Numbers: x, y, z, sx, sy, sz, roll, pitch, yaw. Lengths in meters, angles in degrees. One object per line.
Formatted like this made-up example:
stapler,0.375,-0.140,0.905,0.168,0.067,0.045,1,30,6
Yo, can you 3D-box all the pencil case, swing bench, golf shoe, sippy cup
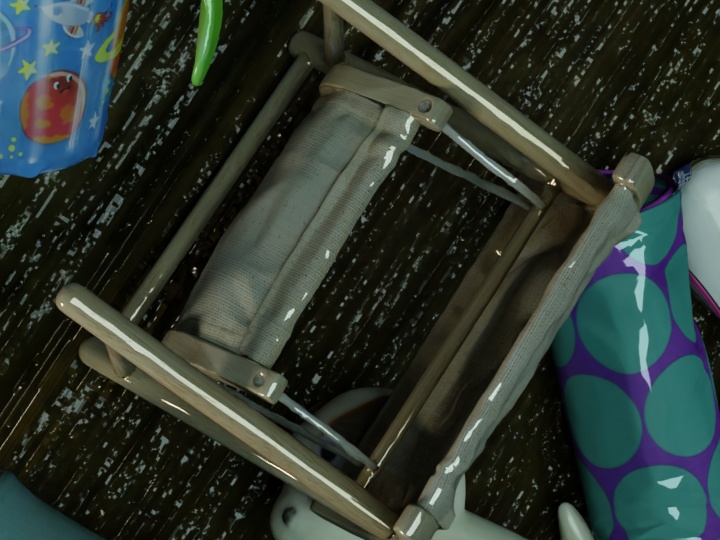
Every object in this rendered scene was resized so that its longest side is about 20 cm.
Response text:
pencil case,0.142,0.047,1.386,0.092,0.085,0.201,-35,117,-54
swing bench,0.000,0.000,1.245,0.200,0.130,0.199,33,79,7
golf shoe,0.231,0.025,1.413,0.073,0.092,0.200,-38,109,-9
sippy cup,-0.162,-0.116,1.224,0.139,0.177,0.131,-17,120,-46

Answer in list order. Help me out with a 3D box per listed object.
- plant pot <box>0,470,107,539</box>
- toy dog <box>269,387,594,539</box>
plant pot,-0.153,0.202,1.256,0.200,0.200,0.188,-41,96,-9
toy dog,0.036,0.150,1.340,0.194,0.139,0.200,-44,112,-22
